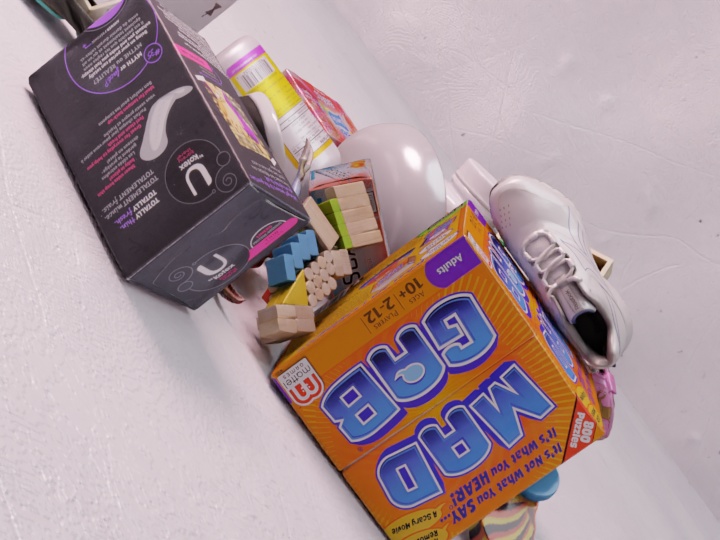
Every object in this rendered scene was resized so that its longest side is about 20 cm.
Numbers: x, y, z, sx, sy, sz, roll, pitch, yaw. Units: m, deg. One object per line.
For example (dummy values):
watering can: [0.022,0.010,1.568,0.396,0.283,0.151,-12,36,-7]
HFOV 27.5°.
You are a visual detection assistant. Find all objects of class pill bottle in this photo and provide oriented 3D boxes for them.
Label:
pill bottle: [-0.090,-0.124,1.462,0.201,0.104,0.104,53,11,-8]
pill bottle: [0.080,-0.026,1.631,0.109,0.200,0.109,42,11,-10]

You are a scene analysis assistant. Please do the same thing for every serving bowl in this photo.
serving bowl: [0.005,-0.058,1.540,0.065,0.201,0.201,6,42,-36]

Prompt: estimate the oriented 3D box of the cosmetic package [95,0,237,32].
cosmetic package: [-0.198,-0.349,1.470,0.166,0.199,0.165,56,11,16]

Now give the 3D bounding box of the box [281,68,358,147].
box: [-0.065,-0.141,1.662,0.095,0.102,0.200,57,10,14]

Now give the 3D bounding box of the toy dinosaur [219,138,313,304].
toy dinosaur: [-0.106,-0.030,1.331,0.182,0.104,0.202,52,40,-60]

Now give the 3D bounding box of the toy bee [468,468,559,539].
toy bee: [0.139,0.201,1.464,0.108,0.132,0.201,26,33,-3]

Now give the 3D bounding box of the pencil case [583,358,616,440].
pencil case: [0.146,0.114,1.418,0.083,0.197,0.088,-47,142,-80]

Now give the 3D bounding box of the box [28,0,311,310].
box: [-0.147,-0.091,1.120,0.201,0.122,0.106,60,13,26]

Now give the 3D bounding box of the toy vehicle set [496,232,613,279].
toy vehicle set: [0.165,0.037,1.538,0.123,0.201,0.027,27,-31,19]

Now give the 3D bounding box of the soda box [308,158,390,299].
soda box: [0.000,0.000,1.408,0.069,0.063,0.202,-92,171,-70]

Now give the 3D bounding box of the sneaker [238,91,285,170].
sneaker: [-0.131,-0.109,1.228,0.200,0.098,0.072,-154,-129,-63]

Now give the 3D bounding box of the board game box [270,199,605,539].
board game box: [0.070,0.089,1.277,0.201,0.199,0.200,54,11,-5]

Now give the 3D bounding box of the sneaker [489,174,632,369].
sneaker: [0.184,0.001,1.322,0.201,0.074,0.087,53,15,-7]

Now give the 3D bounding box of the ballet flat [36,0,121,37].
ballet flat: [-0.239,-0.234,1.301,0.200,0.068,0.068,50,12,-20]

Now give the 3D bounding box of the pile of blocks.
pile of blocks: [-0.054,-0.008,1.282,0.083,0.062,0.200,56,39,-18]
